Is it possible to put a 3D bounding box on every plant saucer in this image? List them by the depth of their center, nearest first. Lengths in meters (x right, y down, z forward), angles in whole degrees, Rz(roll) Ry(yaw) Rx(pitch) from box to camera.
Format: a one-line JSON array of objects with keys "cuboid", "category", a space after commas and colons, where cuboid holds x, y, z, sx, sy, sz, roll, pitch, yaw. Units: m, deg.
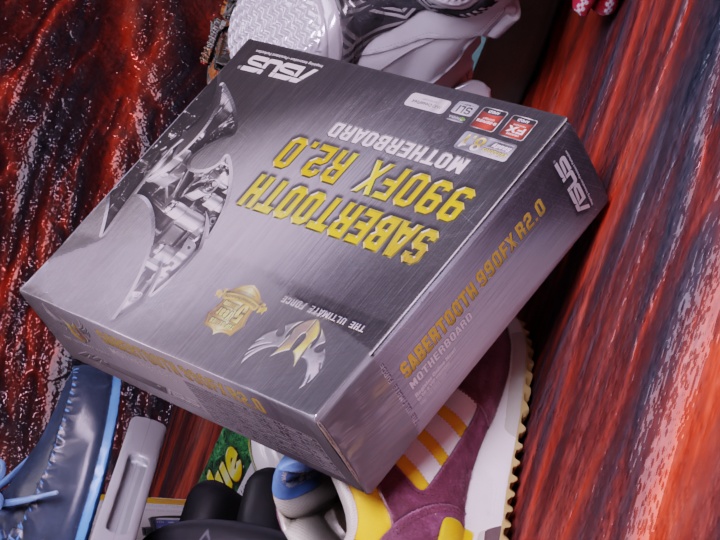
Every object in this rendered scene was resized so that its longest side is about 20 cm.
[{"cuboid": [0.076, -0.140, 1.155, 0.200, 0.036, 0.201, -162, 90, -83], "category": "plant saucer"}]

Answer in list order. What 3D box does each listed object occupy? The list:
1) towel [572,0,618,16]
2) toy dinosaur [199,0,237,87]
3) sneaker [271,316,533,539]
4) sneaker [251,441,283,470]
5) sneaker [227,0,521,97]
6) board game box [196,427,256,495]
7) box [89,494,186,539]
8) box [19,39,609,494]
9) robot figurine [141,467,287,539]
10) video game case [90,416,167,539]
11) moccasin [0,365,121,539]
[{"cuboid": [0.136, -0.223, 0.966, 0.201, 0.022, 0.145, -79, 10, -45], "category": "towel"}, {"cuboid": [-0.040, -0.101, 1.190, 0.135, 0.102, 0.201, -9, 96, 48], "category": "toy dinosaur"}, {"cuboid": [0.014, 0.072, 0.863, 0.201, 0.090, 0.075, -81, 12, -51], "category": "sneaker"}, {"cuboid": [-0.039, 0.033, 1.201, 0.201, 0.075, 0.100, 62, 143, 15], "category": "sneaker"}, {"cuboid": [0.044, -0.127, 1.003, 0.199, 0.115, 0.076, -23, 62, 31], "category": "sneaker"}, {"cuboid": [-0.067, 0.155, 1.332, 0.105, 0.023, 0.200, 64, 147, 31], "category": "board game box"}, {"cuboid": [-0.113, 0.163, 1.183, 0.200, 0.118, 0.042, -79, -7, -82], "category": "box"}, {"cuboid": [-0.023, -0.010, 0.873, 0.200, 0.048, 0.159, 20, 61, 46], "category": "box"}, {"cuboid": [-0.063, 0.194, 0.996, 0.150, 0.124, 0.201, 109, 176, -60], "category": "robot figurine"}, {"cuboid": [-0.136, 0.189, 0.995, 0.182, 0.022, 0.201, -86, 14, -73], "category": "video game case"}, {"cuboid": [-0.170, 0.139, 1.044, 0.080, 0.068, 0.201, 153, 135, -84], "category": "moccasin"}]
